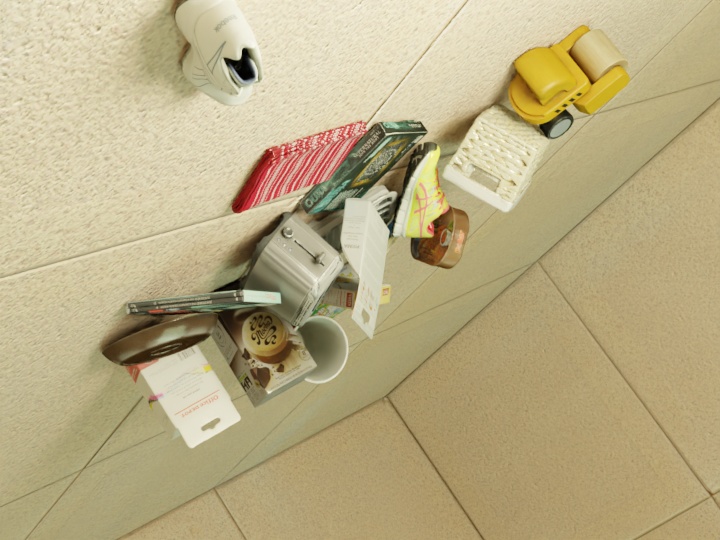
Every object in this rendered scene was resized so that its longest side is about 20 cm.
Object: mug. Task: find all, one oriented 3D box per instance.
[{"bbox_3d":[-0.134,0.140,2.156,0.133,0.178,0.200,-34,-168,-22],"label":"mug"}]

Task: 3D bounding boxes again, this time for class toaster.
[{"bbox_3d":[-0.114,0.007,1.718,0.114,0.129,0.200,-51,177,-35],"label":"toaster"}]

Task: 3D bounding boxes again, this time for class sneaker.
[{"bbox_3d":[-0.136,-0.208,1.062,0.074,0.087,0.200,-35,168,-7],"label":"sneaker"},{"bbox_3d":[0.117,-0.137,1.831,0.078,0.090,0.201,-79,-177,-48],"label":"sneaker"}]

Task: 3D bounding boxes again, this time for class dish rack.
[{"bbox_3d":[-0.030,-0.080,1.868,0.199,0.044,0.172,-33,167,-11],"label":"dish rack"}]

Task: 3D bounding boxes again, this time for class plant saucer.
[{"bbox_3d":[-0.326,0.118,1.729,0.199,0.032,0.200,-19,171,-3],"label":"plant saucer"}]

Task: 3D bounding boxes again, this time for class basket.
[{"bbox_3d":[0.243,-0.202,1.822,0.124,0.135,0.200,-63,171,22],"label":"basket"}]

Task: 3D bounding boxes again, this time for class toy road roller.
[{"bbox_3d":[0.343,-0.331,1.770,0.200,0.123,0.146,-38,155,11],"label":"toy road roller"}]

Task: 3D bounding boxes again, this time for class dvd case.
[{"bbox_3d":[-0.241,0.051,1.630,0.198,0.022,0.146,-5,175,18],"label":"dvd case"}]

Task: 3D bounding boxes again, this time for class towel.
[{"bbox_3d":[-0.088,-0.149,1.529,0.199,0.023,0.145,-24,163,-41],"label":"towel"}]

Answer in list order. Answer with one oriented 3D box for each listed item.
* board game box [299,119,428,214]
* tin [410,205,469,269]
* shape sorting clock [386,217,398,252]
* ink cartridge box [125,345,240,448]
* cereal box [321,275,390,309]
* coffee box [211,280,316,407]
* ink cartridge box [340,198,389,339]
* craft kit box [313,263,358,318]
[{"bbox_3d":[0.005,-0.166,1.685,0.200,0.028,0.135,-43,165,29],"label":"board game box"},{"bbox_3d":[0.143,-0.065,1.903,0.042,0.113,0.200,10,-174,-17],"label":"tin"},{"bbox_3d":[0.075,-0.084,1.998,0.200,0.039,0.200,-52,-179,1],"label":"shape sorting clock"},{"bbox_3d":[-0.311,0.213,1.838,0.116,0.201,0.068,-27,165,-30],"label":"ink cartridge box"},{"bbox_3d":[-0.062,0.032,1.907,0.144,0.198,0.040,-9,106,-63],"label":"cereal box"},{"bbox_3d":[-0.182,0.121,1.838,0.113,0.201,0.080,-27,168,-33],"label":"coffee box"},{"bbox_3d":[0.000,0.000,1.755,0.047,0.202,0.160,5,165,15],"label":"ink cartridge box"},{"bbox_3d":[-0.051,0.050,2.271,0.197,0.049,0.200,-37,167,-7],"label":"craft kit box"}]
